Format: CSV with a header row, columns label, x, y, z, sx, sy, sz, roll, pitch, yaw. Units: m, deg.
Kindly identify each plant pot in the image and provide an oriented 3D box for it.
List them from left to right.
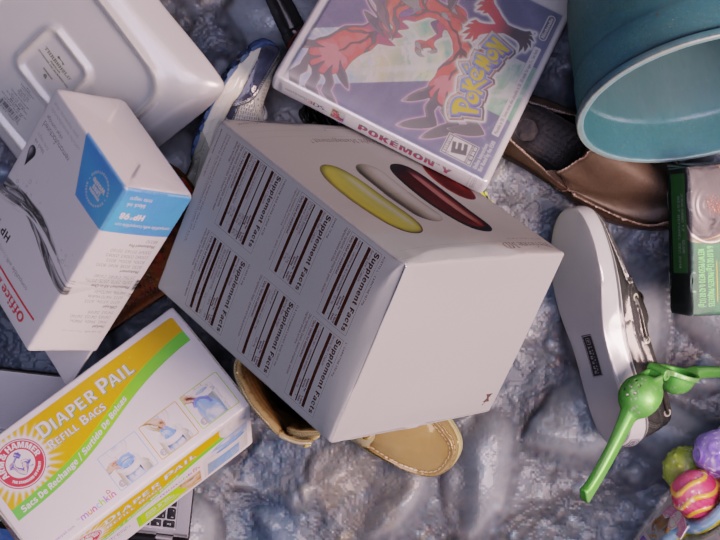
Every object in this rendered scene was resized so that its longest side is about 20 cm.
label,x,y,z,sx,sy,sz,roll,pitch,yaw
plant pot,0.243,-0.211,1.209,0.199,0.200,0.189,-10,69,1

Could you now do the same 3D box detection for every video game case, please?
label,x,y,z,sx,sy,sz,roll,pitch,yaw
video game case,0.054,-0.180,1.244,0.181,0.023,0.201,27,63,2

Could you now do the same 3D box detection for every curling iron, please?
label,x,y,z,sx,sy,sz,roll,pitch,yaw
curling iron,-0.053,-0.183,1.289,0.025,0.050,0.201,-22,87,29

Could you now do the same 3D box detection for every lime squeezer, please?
label,x,y,z,sx,sy,sz,roll,pitch,yaw
lime squeezer,0.244,0.105,1.269,0.199,0.038,0.071,-31,106,-29

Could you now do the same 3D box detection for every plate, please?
label,x,y,z,sx,sy,sz,roll,pitch,yaw
plate,-0.236,-0.162,1.256,0.200,0.032,0.200,-36,95,29

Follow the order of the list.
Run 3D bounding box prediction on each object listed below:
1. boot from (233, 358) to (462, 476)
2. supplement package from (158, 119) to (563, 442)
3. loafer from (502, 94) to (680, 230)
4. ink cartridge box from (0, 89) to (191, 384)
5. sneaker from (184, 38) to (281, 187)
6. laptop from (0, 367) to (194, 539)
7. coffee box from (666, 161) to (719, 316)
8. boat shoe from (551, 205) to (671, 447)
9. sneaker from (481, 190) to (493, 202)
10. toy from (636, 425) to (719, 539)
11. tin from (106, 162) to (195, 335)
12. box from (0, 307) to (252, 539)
label,x,y,z,sx,sy,sz,roll,pitch,yaw
boot,-0.008,0.110,1.257,0.200,0.155,0.073,39,100,-2
supplement package,0.000,0.000,1.177,0.200,0.191,0.148,38,117,32
loafer,0.182,-0.086,1.285,0.199,0.071,0.073,22,95,-2
ink cartridge box,-0.223,-0.020,1.200,0.116,0.066,0.200,51,119,31
sneaker,-0.098,-0.088,1.290,0.085,0.077,0.201,21,104,-9
laptop,-0.232,0.194,1.286,0.186,0.116,0.201,7,95,-2
coffee box,0.345,-0.031,1.281,0.199,0.044,0.124,-3,94,-16
boat shoe,0.206,0.042,1.306,0.056,0.069,0.201,-15,95,-29
sneaker,0.071,-0.058,1.297,0.076,0.075,0.201,-6,95,-28
toy,0.264,0.177,1.277,0.047,0.115,0.201,27,100,-14
tin,-0.204,-0.014,1.268,0.199,0.042,0.112,-31,90,29
box,-0.192,0.141,1.244,0.200,0.113,0.101,-37,74,-15
